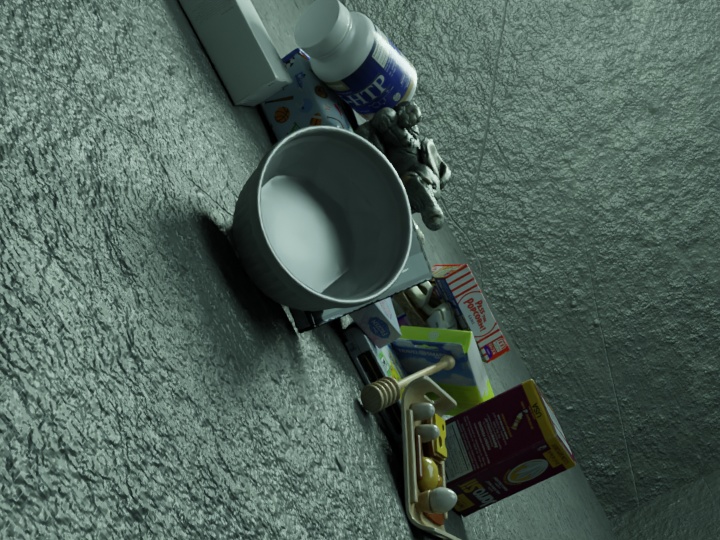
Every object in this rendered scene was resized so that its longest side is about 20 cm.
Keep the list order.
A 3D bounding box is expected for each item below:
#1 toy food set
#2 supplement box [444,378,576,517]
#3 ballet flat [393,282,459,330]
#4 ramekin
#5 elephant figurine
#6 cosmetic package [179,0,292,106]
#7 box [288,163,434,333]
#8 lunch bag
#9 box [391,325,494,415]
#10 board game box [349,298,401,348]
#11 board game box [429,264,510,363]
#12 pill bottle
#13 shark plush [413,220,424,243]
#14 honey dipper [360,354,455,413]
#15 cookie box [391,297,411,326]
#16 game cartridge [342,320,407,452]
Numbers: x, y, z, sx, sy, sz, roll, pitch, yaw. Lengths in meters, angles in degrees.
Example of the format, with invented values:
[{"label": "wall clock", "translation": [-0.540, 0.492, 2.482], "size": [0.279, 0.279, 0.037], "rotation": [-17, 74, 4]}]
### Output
[{"label": "toy food set", "translation": [0.109, 0.258, 1.251], "size": [0.143, 0.059, 0.203], "rotation": [43, 41, -57]}, {"label": "supplement box", "translation": [0.206, 0.271, 1.409], "size": [0.131, 0.198, 0.104], "rotation": [47, 19, -51]}, {"label": "ballet flat", "translation": [0.103, 0.056, 1.468], "size": [0.200, 0.065, 0.070], "rotation": [49, 53, 4]}, {"label": "ramekin", "translation": [-0.049, -0.050, 1.046], "size": [0.197, 0.105, 0.204], "rotation": [9, 72, -30]}, {"label": "elephant figurine", "translation": [0.074, -0.144, 1.438], "size": [0.154, 0.141, 0.201], "rotation": [-30, 84, -39]}, {"label": "cosmetic package", "translation": [-0.187, -0.349, 1.377], "size": [0.202, 0.080, 0.113], "rotation": [63, 12, -2]}, {"label": "box", "translation": [-0.018, -0.031, 1.153], "size": [0.198, 0.046, 0.161], "rotation": [-20, 88, -35]}, {"label": "lunch bag", "translation": [-0.070, -0.243, 1.540], "size": [0.172, 0.123, 0.200], "rotation": [66, 12, 19]}, {"label": "box", "translation": [0.128, 0.153, 1.441], "size": [0.201, 0.120, 0.048], "rotation": [66, 35, -44]}, {"label": "board game box", "translation": [-0.024, -0.023, 1.305], "size": [0.200, 0.041, 0.201], "rotation": [50, 17, -39]}, {"label": "board game box", "translation": [0.163, 0.067, 1.535], "size": [0.153, 0.046, 0.200], "rotation": [63, -9, -5]}, {"label": "pill bottle", "translation": [-0.010, -0.332, 1.463], "size": [0.199, 0.119, 0.121], "rotation": [34, 28, -45]}, {"label": "shark plush", "translation": [0.021, -0.095, 1.656], "size": [0.083, 0.197, 0.092], "rotation": [34, 75, -73]}, {"label": "honey dipper", "translation": [0.072, 0.151, 1.289], "size": [0.199, 0.038, 0.038], "rotation": [-15, 75, -52]}, {"label": "cookie box", "translation": [0.079, 0.052, 1.657], "size": [0.172, 0.074, 0.201], "rotation": [56, 12, -29]}, {"label": "game cartridge", "translation": [0.040, 0.160, 1.344], "size": [0.202, 0.040, 0.133], "rotation": [63, 8, -3]}]
